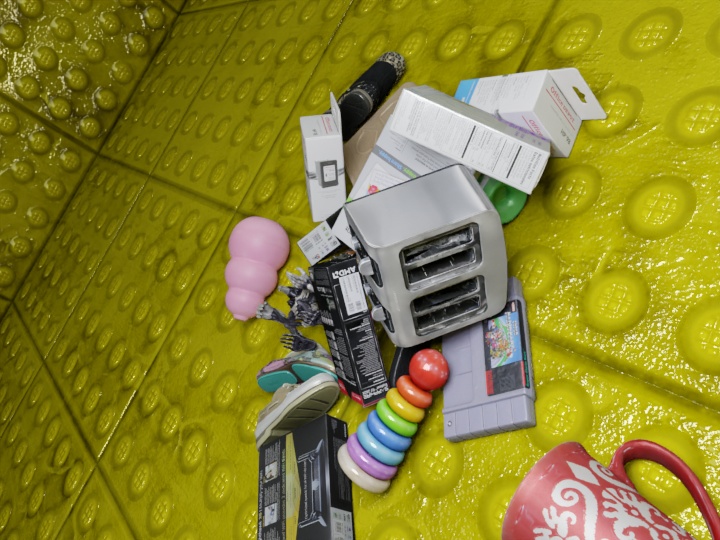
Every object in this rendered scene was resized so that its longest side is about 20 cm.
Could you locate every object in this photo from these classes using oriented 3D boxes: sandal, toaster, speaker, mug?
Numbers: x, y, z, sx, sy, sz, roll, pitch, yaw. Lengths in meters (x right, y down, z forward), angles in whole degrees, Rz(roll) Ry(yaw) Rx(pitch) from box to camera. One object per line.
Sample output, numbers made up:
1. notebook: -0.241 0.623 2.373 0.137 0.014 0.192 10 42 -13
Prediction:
1. sandal: 0.077 0.085 0.922 0.045 0.074 0.203 2 69 56
2. toaster: 0.092 -0.020 0.805 0.196 0.183 0.120 -19 42 -4
3. speaker: 0.166 -0.147 0.968 0.089 0.088 0.200 -51 39 7
4. mug: 0.256 0.253 0.576 0.199 0.133 0.179 33 92 48

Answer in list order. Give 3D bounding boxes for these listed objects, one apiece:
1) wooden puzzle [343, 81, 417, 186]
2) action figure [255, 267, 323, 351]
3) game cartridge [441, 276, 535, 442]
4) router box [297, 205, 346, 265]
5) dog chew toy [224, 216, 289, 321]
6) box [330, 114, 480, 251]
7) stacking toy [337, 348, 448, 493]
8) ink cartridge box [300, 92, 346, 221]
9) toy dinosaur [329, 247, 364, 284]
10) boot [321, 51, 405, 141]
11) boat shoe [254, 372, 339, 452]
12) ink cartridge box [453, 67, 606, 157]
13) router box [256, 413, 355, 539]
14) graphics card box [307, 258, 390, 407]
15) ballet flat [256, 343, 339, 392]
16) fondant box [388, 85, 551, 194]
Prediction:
1. wooden puzzle: 0.059 -0.238 1.178 0.199 0.046 0.187 -39 43 15
2. action figure: -0.114 0.056 1.095 0.120 0.101 0.200 -55 23 8
3. game cartridge: 0.165 0.115 0.837 0.129 0.038 0.203 -27 48 38
4. router box: 0.005 -0.094 1.062 0.199 0.149 0.052 -36 88 25
5. dog chew toy: -0.213 0.000 1.253 0.123 0.123 0.204 1 74 46
6. box: 0.063 -0.100 0.925 0.155 0.041 0.202 37 113 19
7. stacking toy: 0.054 0.196 0.847 0.202 0.085 0.085 -56 39 10
8. ink cartridge box: -0.069 -0.209 1.155 0.065 0.203 0.116 -7 32 -7
9. toy dinosaur: 0.000 0.000 1.057 0.136 0.103 0.199 -46 8 -37
10. boot: 0.004 -0.355 1.295 0.154 0.073 0.203 -52 14 -22
11. boat shoe: -0.111 0.217 1.016 0.200 0.074 0.069 -44 46 27
12. ink cartridge box: 0.238 -0.224 0.917 0.198 0.115 0.068 12 72 50
13. router box: -0.085 0.339 0.937 0.156 0.052 0.203 -31 46 30
14. graphics card box: -0.019 0.085 0.919 0.125 0.050 0.204 179 75 -74
15. ballet flat: -0.098 0.161 1.068 0.198 0.069 0.072 -16 34 40
16. fondant box: 0.149 -0.179 0.832 0.059 0.197 0.144 -66 -9 23
